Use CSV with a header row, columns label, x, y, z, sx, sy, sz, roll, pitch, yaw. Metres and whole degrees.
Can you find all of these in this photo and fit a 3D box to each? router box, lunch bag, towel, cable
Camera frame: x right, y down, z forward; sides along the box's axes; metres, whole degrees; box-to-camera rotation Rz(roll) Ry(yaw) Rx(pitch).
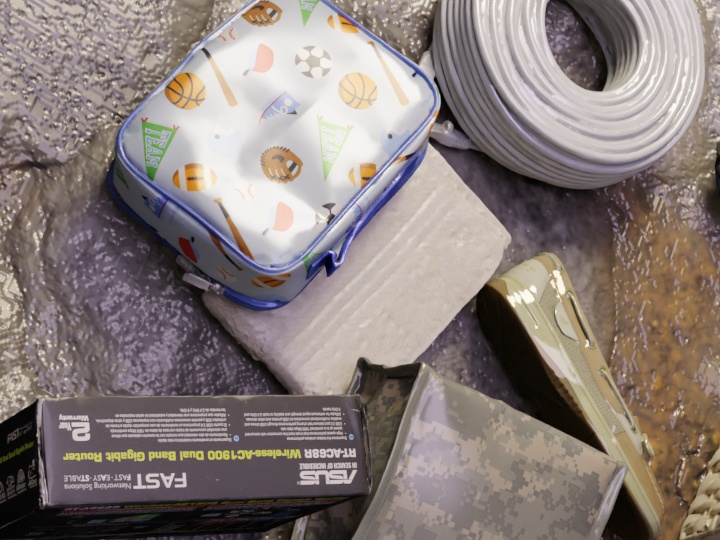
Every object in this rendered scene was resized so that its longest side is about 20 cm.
label,x,y,z,sx,sy,sz,roll,pitch,yaw
router box,-0.115,0.115,1.261,0.200,0.150,0.062,1,76,-27
lunch bag,-0.052,-0.074,1.367,0.160,0.076,0.200,38,63,7
towel,0.000,0.000,1.419,0.133,0.034,0.200,48,62,-7
cable,0.145,-0.156,1.512,0.200,0.069,0.200,22,68,-21
lunch bag,0.046,0.177,1.343,0.164,0.118,0.200,26,78,-22

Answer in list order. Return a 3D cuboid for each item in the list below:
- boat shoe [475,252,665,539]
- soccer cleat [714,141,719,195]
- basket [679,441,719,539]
label,x,y,z,sx,sy,sz,roll,pitch,yaw
boat shoe,0.152,0.085,1.454,0.063,0.073,0.201,-29,84,-25
soccer cleat,0.323,-0.102,1.606,0.200,0.065,0.084,-45,129,-33
basket,0.322,0.147,1.453,0.123,0.200,0.136,35,64,-10
